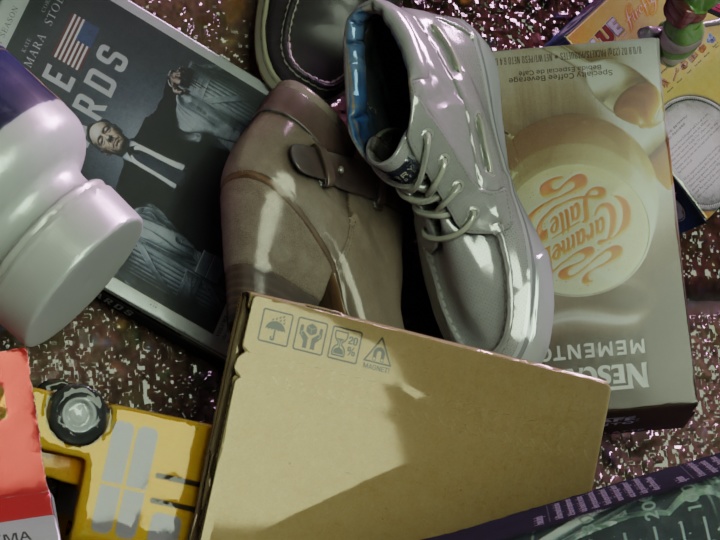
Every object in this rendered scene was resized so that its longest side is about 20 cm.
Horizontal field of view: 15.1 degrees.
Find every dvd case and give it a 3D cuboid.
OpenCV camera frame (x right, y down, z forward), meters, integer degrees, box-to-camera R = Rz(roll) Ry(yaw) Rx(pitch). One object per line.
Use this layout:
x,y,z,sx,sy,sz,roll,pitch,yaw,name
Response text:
-0.119,-0.058,1.408,0.199,0.025,0.151,31,65,-17,dvd case

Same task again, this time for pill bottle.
-0.202,-0.061,1.291,0.200,0.111,0.111,42,62,8,pill bottle

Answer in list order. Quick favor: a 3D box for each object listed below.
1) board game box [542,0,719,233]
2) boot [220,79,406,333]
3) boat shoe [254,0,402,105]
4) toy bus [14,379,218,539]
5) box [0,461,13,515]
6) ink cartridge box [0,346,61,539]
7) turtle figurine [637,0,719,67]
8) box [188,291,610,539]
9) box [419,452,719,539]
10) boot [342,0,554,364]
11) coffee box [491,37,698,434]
0.212,-0.135,1.585,0.200,0.035,0.136,-42,97,-28,board game box
0.000,0.000,1.415,0.200,0.070,0.147,43,50,-40,boot
0.003,-0.177,1.469,0.072,0.065,0.201,34,60,-11,boat shoe
-0.085,0.107,1.340,0.198,0.065,0.079,13,86,-16,toy bus
-0.255,0.169,1.252,0.198,0.036,0.144,-3,78,-13,box
-0.210,0.140,1.225,0.160,0.050,0.202,-7,81,-13,ink cartridge box
0.151,-0.194,1.498,0.192,0.145,0.201,7,35,3,turtle figurine
0.018,0.112,1.326,0.199,0.021,0.165,14,84,-21,box
0.141,0.198,1.253,0.195,0.124,0.202,-17,88,4,box
0.035,-0.040,1.383,0.095,0.073,0.202,11,61,-53,boot
0.114,-0.015,1.461,0.113,0.080,0.202,-6,78,-1,coffee box
